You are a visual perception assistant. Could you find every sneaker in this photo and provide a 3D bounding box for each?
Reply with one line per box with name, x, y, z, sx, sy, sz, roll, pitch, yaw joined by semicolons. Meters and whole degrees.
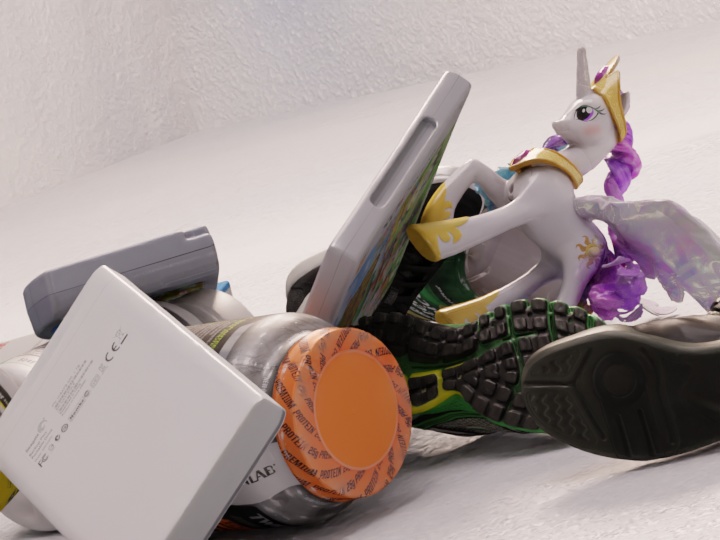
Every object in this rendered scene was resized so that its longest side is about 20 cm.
sneaker;0.085;0.061;1.771;0.199;0.078;0.085;4;-13;33
sneaker;0.190;0.052;1.637;0.198;0.077;0.114;-12;7;12
sneaker;0.021;0.020;2.027;0.073;0.112;0.200;19;-38;-28

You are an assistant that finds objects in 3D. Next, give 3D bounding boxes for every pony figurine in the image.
pony figurine;0.139;-0.019;1.917;0.200;0.193;0.166;-41;14;-22

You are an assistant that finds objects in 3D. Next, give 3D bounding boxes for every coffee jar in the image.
coffee jar;0.074;-0.007;2.152;0.104;0.086;0.200;23;-8;-22

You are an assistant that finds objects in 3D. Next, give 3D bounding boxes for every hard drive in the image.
hard drive;-0.130;0.091;1.669;0.132;0.027;0.200;-57;37;2

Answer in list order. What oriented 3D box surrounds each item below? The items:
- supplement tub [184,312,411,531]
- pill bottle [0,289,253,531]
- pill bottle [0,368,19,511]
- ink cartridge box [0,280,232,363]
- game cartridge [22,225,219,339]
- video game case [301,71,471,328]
supplement tub;-0.073;0.090;1.727;0.199;0.123;0.122;-9;11;45
pill bottle;-0.155;0.086;1.953;0.113;0.114;0.200;-9;12;42
pill bottle;-0.281;0.135;1.746;0.112;0.113;0.200;-12;21;31
ink cartridge box;-0.187;0.082;2.148;0.199;0.085;0.145;-14;8;8
game cartridge;-0.163;0.011;2.029;0.133;0.041;0.200;-14;-4;-4
video game case;0.000;0.000;1.827;0.182;0.022;0.200;-57;-7;-44
